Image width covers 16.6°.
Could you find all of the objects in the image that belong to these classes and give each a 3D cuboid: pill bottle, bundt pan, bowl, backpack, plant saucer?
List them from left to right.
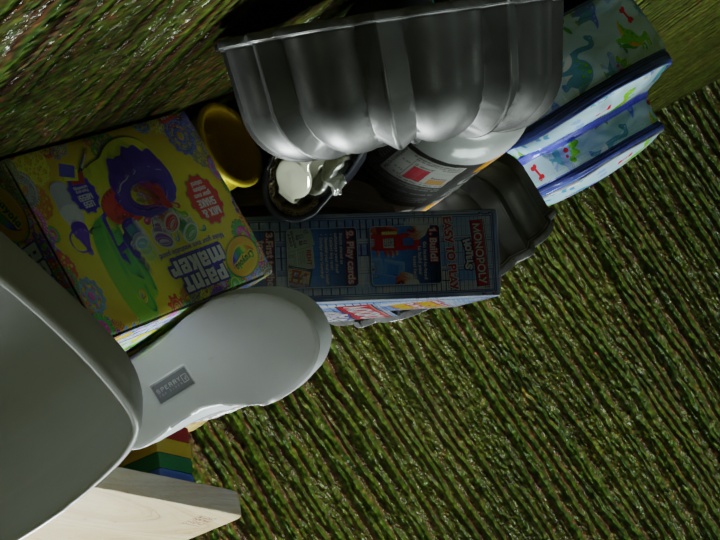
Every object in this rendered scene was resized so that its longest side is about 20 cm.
[{"bbox_3d":[-0.230,0.051,1.352,0.200,0.200,0.075,-35,-159,32],"label":"bowl"},{"bbox_3d":[-0.070,-0.039,1.718,0.199,0.030,0.200,-1,171,0],"label":"plant saucer"},{"bbox_3d":[0.021,-0.106,1.380,0.201,0.076,0.202,-8,-176,1],"label":"bundt pan"},{"bbox_3d":[0.047,-0.037,1.929,0.201,0.076,0.202,-21,-163,7],"label":"bundt pan"},{"bbox_3d":[0.051,-0.116,1.719,0.116,0.117,0.200,-27,177,-27],"label":"pill bottle"},{"bbox_3d":[0.169,-0.142,2.067,0.183,0.147,0.200,-30,175,-23],"label":"backpack"}]

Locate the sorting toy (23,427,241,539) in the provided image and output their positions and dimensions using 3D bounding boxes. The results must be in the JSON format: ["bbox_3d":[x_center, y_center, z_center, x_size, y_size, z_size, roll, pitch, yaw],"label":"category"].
[{"bbox_3d":[-0.223,0.155,1.711,0.198,0.070,0.200,-25,153,34],"label":"sorting toy"}]

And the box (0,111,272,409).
[{"bbox_3d":[-0.196,0.013,1.505,0.192,0.122,0.200,-31,176,29],"label":"box"}]

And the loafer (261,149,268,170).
[{"bbox_3d":[-0.023,-0.103,1.626,0.070,0.075,0.200,-32,179,-40],"label":"loafer"}]

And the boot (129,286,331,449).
[{"bbox_3d":[-0.075,0.046,1.505,0.200,0.074,0.096,-23,-173,40],"label":"boot"}]

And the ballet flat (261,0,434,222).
[{"bbox_3d":[-0.012,-0.097,1.534,0.073,0.073,0.200,-26,161,-40],"label":"ballet flat"}]

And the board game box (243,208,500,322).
[{"bbox_3d":[0.000,0.000,1.673,0.199,0.062,0.200,-3,173,8],"label":"board game box"}]

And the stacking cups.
[{"bbox_3d":[-0.153,-0.040,1.626,0.200,0.061,0.060,-30,177,33],"label":"stacking cups"}]

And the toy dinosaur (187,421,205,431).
[{"bbox_3d":[-0.155,0.106,1.782,0.200,0.058,0.101,-31,150,22],"label":"toy dinosaur"}]
